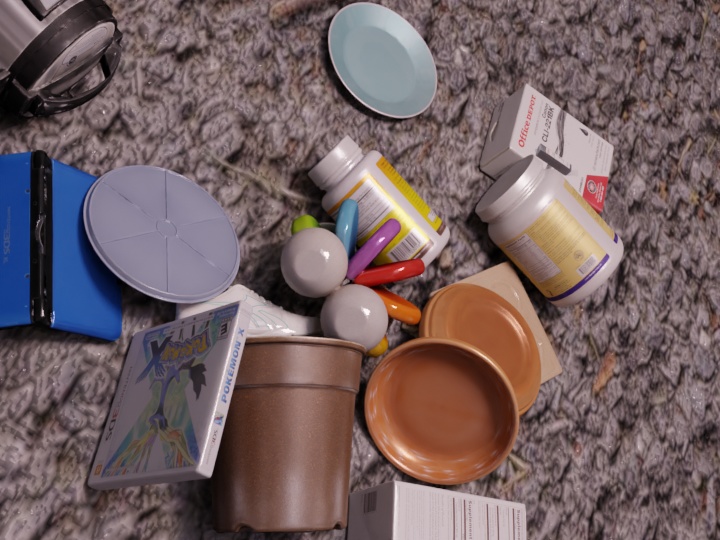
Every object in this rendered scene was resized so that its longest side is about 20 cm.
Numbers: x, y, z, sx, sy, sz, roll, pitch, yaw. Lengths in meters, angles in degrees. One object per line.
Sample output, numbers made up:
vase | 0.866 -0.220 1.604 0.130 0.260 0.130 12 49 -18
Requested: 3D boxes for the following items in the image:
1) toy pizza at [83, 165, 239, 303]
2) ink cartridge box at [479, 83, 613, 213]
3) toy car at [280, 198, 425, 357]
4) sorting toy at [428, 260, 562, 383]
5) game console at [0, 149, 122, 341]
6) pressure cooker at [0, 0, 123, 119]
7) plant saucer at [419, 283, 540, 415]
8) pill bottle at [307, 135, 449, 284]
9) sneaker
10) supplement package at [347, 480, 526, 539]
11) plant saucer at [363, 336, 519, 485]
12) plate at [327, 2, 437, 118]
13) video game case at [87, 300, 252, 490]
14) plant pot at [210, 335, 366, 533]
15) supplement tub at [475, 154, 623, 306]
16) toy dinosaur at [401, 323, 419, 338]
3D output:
toy pizza | -0.237 -0.041 1.083 0.198 0.032 0.202 23 44 -23
ink cartridge box | 0.306 -0.185 1.477 0.198 0.084 0.146 30 57 -17
toy car | 0.000 0.000 1.132 0.201 0.149 0.175 54 8 0
sorting toy | 0.196 0.096 1.324 0.198 0.036 0.187 -19 81 -41
game console | -0.370 -0.019 1.022 0.168 0.119 0.203 -7 70 -1
pressure cooker | -0.376 -0.274 1.033 0.176 0.179 0.200 -45 98 -2
plant saucer | 0.171 0.105 1.226 0.198 0.037 0.203 17 55 -25
pill bottle | 0.022 -0.086 1.241 0.200 0.109 0.109 47 53 -7
sneaker | -0.132 0.056 1.109 0.197 0.070 0.082 4 65 -30
supplement package | 0.094 0.334 1.105 0.197 0.113 0.111 17 63 -27
plant saucer | 0.103 0.174 1.144 0.201 0.200 0.037 48 23 -5
plate | 0.032 -0.322 1.400 0.197 0.026 0.203 14 63 -27
video game case | -0.202 0.134 0.952 0.022 0.198 0.185 34 54 -37
plant pot | -0.091 0.189 1.014 0.197 0.199 0.202 7 75 -29
supplement tub | 0.285 -0.061 1.373 0.200 0.145 0.146 45 54 -7
toy dinosaur | 0.107 0.153 1.221 0.088 0.048 0.201 -34 80 -19
